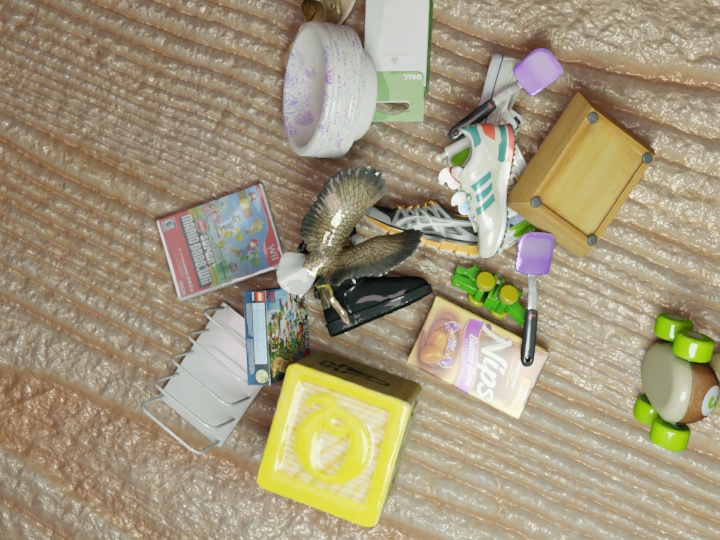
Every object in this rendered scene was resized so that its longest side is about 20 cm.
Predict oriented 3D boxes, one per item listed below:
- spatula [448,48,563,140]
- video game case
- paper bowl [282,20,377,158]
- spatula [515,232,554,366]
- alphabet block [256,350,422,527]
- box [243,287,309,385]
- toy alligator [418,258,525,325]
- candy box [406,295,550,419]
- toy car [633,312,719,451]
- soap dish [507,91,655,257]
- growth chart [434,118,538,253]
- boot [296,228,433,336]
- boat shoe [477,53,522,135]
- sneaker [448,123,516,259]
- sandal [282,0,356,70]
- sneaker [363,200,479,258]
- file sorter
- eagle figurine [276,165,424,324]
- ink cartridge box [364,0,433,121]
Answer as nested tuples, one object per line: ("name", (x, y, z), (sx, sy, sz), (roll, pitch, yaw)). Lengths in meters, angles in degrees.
("spatula", (0.214, -0.262, 1.311), (0.199, 0.021, 0.057), (-36, 85, -1))
("video game case", (-0.235, -0.046, 1.456), (0.197, 0.017, 0.145), (-18, 87, 9))
("paper bowl", (-0.043, -0.276, 1.339), (0.103, 0.200, 0.205), (2, 91, -24))
("spatula", (0.259, 0.044, 1.312), (0.055, 0.021, 0.204), (5, 87, -5))
("alphabet block", (-0.026, 0.249, 1.330), (0.193, 0.200, 0.199), (16, 94, 9))
("box", (-0.127, 0.096, 1.346), (0.037, 0.200, 0.139), (-3, 91, 14))
("toy alligator", (0.189, 0.018, 1.366), (0.198, 0.060, 0.055), (30, 56, 8))
("candy box", (0.185, 0.135, 1.365), (0.198, 0.056, 0.118), (26, 94, 7))
("toy car", (0.525, 0.171, 1.267), (0.196, 0.158, 0.167), (9, 105, -2))
("soap dish", (0.335, -0.140, 1.300), (0.156, 0.081, 0.201), (32, 96, -13))
("growth chart", (0.209, -0.127, 1.332), (0.144, 0.018, 0.201), (-36, 107, -3))
("boot", (0.001, 0.000, 1.392), (0.196, 0.073, 0.165), (-22, 81, 8))
("boat shoe", (0.218, -0.234, 1.350), (0.069, 0.071, 0.203), (14, 87, 12))
("sneaker", (0.173, -0.120, 1.286), (0.092, 0.070, 0.204), (5, 100, -5))
("sandal", (-0.066, -0.416, 1.395), (0.077, 0.070, 0.214), (29, 95, 8))
("sneaker", (0.099, -0.077, 1.371), (0.197, 0.078, 0.079), (14, 91, 0))
("file sorter", (-0.242, 0.176, 1.407), (0.138, 0.124, 0.201), (36, 97, 8))
("eagle figurine", (-0.021, -0.039, 1.292), (0.150, 0.152, 0.200), (28, 132, -18))
("ink cartridge box", (0.059, -0.335, 1.379), (0.102, 0.059, 0.204), (2, 91, 10))
